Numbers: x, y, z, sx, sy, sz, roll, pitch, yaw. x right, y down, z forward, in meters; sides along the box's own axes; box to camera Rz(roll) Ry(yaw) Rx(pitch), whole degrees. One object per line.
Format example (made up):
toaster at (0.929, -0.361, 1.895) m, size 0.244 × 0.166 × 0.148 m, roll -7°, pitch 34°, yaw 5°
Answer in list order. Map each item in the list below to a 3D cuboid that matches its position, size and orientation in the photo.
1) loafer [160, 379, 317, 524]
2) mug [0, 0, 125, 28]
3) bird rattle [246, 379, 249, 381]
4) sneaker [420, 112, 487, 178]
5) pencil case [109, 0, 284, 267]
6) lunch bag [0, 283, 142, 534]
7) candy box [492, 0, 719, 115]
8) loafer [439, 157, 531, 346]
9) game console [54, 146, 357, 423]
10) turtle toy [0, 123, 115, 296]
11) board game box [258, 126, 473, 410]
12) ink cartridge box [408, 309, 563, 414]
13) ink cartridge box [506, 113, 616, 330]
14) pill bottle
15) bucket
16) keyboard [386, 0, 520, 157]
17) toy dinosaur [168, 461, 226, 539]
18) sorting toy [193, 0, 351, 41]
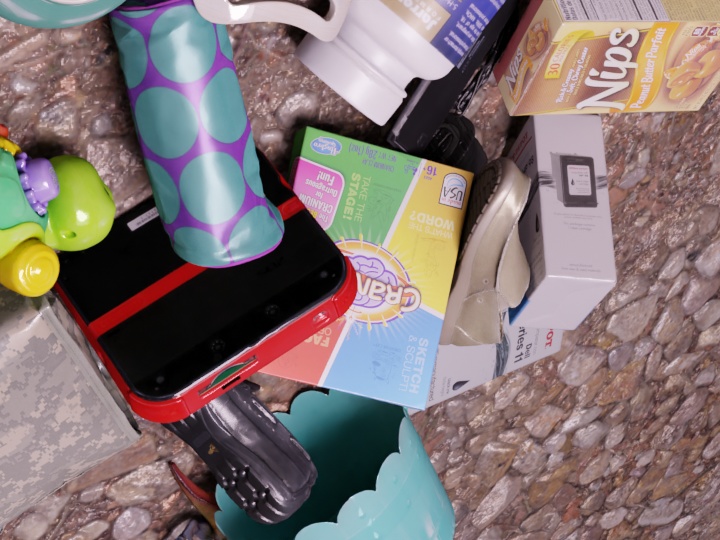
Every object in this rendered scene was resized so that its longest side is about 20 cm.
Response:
loafer at (-0.112, 0.109, 1.099) m, size 0.068 × 0.201 × 0.070 m, roll -38°, pitch -176°, yaw 41°
mug at (-0.200, -0.236, 0.844) m, size 0.152 × 0.114 × 0.185 m, roll -43°, pitch 140°, yaw -1°
bird rattle at (-0.109, 0.032, 1.159) m, size 0.200 × 0.113 × 0.164 m, roll -42°, pitch 123°, yaw -7°
sneaker at (0.044, -0.042, 1.239) m, size 0.200 × 0.076 × 0.091 m, roll -46°, pitch 143°, yaw 3°
pencil case at (-0.116, -0.108, 0.998) m, size 0.092 × 0.084 × 0.203 m, roll -38°, pitch 123°, yaw -47°
lunch bag at (-0.276, 0.103, 1.062) m, size 0.163 × 0.118 × 0.201 m, roll -32°, pitch 134°, yaw -9°
candy box at (0.225, -0.190, 1.182) m, size 0.197 × 0.056 × 0.116 m, roll -5°, pitch 148°, yaw -23°
loafer at (0.113, -0.011, 1.175) m, size 0.067 × 0.076 × 0.201 m, roll 12°, pitch 136°, yaw -4°
game console at (-0.119, 0.007, 1.067) m, size 0.199 × 0.177 × 0.031 m, roll -32°, pitch 146°, yaw -14°
turtle toy at (-0.256, -0.049, 0.953) m, size 0.199 × 0.145 × 0.102 m, roll 22°, pitch 87°, yaw -48°
board game box at (0.000, 0.000, 1.144) m, size 0.151 × 0.040 × 0.203 m, roll 13°, pitch 84°, yaw -15°
ink cartridge box at (0.103, 0.034, 1.339) m, size 0.198 × 0.083 × 0.148 m, roll -21°, pitch 134°, yaw -25°
ink cartridge box at (0.172, -0.062, 1.247) m, size 0.066 × 0.203 × 0.116 m, roll 3°, pitch 156°, yaw -10°
pill bottle at (0.044, -0.217, 1.056) m, size 0.201 × 0.120 × 0.119 m, roll -52°, pitch 139°, yaw 8°
bucket at (-0.019, 0.215, 1.279) m, size 0.206 × 0.207 × 0.136 m, roll -37°, pitch 118°, yaw -8°
keyboard at (0.090, -0.181, 1.163) m, size 0.201 × 0.020 × 0.127 m, roll -56°, pitch 160°, yaw 2°
toy dinosaur at (-0.092, 0.253, 1.365) m, size 0.181 × 0.104 × 0.203 m, roll -28°, pitch 129°, yaw -45°
sorting toy at (-0.043, -0.251, 0.942) m, size 0.198 × 0.106 × 0.183 m, roll 1°, pitch 109°, yaw -39°
